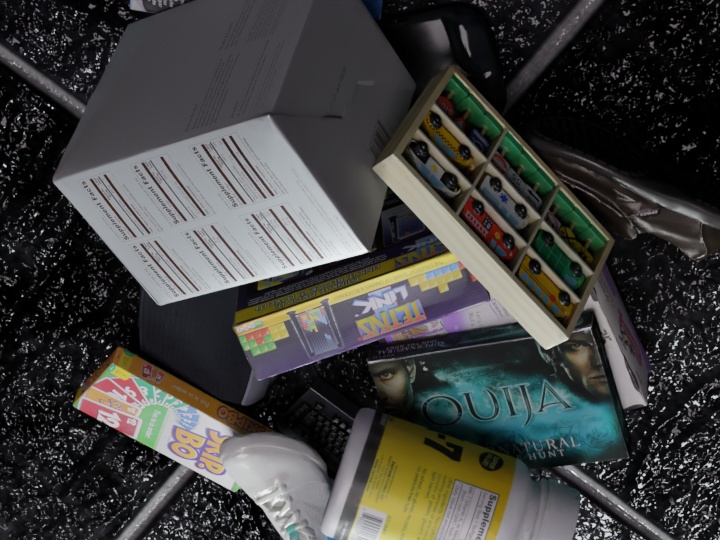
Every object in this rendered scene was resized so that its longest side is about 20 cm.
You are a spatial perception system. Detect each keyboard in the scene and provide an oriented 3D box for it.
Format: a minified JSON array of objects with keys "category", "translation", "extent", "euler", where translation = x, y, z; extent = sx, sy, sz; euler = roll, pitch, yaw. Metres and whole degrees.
[{"category":"keyboard","translation":[0.028,0.170,1.544],"extent":[0.200,0.021,0.127],"euler":[36,124,-10]}]

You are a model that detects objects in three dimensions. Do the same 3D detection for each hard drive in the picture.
[{"category":"hard drive","translation":[-0.138,0.029,1.492],"extent":[0.134,0.042,0.201],"euler":[12,121,6]}]

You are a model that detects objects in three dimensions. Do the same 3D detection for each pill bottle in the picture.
[{"category":"pill bottle","translation":[0.076,0.198,1.382],"extent":[0.199,0.114,0.115],"euler":[19,122,1]}]

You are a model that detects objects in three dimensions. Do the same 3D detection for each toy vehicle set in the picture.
[{"category":"toy vehicle set","translation":[0.107,-0.050,1.271],"extent":[0.200,0.124,0.026],"euler":[45,136,-15]}]

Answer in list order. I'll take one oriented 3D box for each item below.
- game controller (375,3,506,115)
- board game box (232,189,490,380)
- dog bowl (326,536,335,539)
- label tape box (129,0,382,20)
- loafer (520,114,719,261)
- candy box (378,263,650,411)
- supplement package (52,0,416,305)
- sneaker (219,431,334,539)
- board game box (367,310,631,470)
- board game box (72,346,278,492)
[{"category":"game controller","translation":[0.018,-0.154,1.361],"extent":[0.199,0.042,0.105],"euler":[-10,102,18]},{"category":"board game box","translation":[0.000,0.000,1.350],"extent":[0.199,0.166,0.057],"euler":[-19,115,8]},{"category":"dog bowl","translation":[0.041,0.250,1.524],"extent":[0.111,0.050,0.200],"euler":[0,150,21]},{"category":"label tape box","translation":[-0.080,-0.268,1.297],"extent":[0.199,0.066,0.144],"euler":[10,121,9]},{"category":"loafer","translation":[0.215,-0.059,1.342],"extent":[0.199,0.073,0.072],"euler":[25,120,-2]},{"category":"candy box","translation":[0.130,0.059,1.431],"extent":[0.199,0.072,0.168],"euler":[-18,114,22]},{"category":"supplement package","translation":[-0.090,-0.105,1.259],"extent":[0.199,0.192,0.147],"euler":[-13,130,30]},{"category":"sneaker","translation":[-0.057,0.223,1.521],"extent":[0.075,0.089,0.200],"euler":[-22,134,29]},{"category":"board game box","translation":[0.118,0.112,1.404],"extent":[0.199,0.028,0.136],"euler":[-10,118,20]},{"category":"board game box","translation":[-0.162,0.146,1.544],"extent":[0.199,0.030,0.096],"euler":[28,139,-18]}]
